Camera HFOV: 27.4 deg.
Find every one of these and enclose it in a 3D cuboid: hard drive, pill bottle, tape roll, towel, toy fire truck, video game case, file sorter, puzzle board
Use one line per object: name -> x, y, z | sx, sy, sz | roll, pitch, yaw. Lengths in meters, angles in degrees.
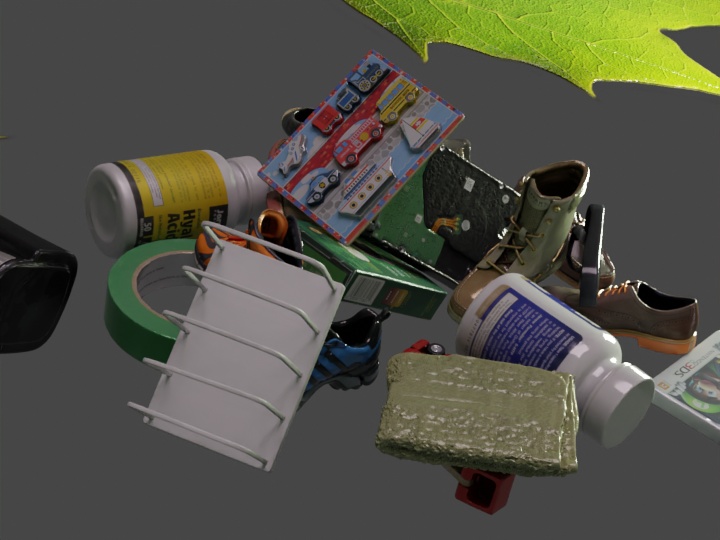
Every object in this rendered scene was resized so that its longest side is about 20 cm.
hard drive -> 0.092, -0.066, 1.727 | 0.200, 0.140, 0.038 | 28, -11, -36
pill bottle -> -0.211, -0.082, 1.730 | 0.200, 0.111, 0.111 | -12, 41, -33
tape roll -> -0.179, 0.038, 1.619 | 0.200, 0.048, 0.201 | 10, 33, -7
towel -> 0.119, 0.145, 1.479 | 0.200, 0.037, 0.148 | 7, 38, 4
toy fire truck -> 0.096, 0.157, 1.537 | 0.200, 0.049, 0.141 | 31, 38, 26
video game case -> 0.451, 0.154, 1.694 | 0.200, 0.023, 0.182 | 33, 38, 27
pill bottle -> 0.212, 0.101, 1.600 | 0.120, 0.120, 0.200 | -21, 46, -42
file sorter -> -0.122, 0.072, 1.421 | 0.139, 0.200, 0.125 | 20, -9, 11
puzzle board -> -0.002, -0.142, 1.667 | 0.151, 0.017, 0.200 | 39, 83, 28

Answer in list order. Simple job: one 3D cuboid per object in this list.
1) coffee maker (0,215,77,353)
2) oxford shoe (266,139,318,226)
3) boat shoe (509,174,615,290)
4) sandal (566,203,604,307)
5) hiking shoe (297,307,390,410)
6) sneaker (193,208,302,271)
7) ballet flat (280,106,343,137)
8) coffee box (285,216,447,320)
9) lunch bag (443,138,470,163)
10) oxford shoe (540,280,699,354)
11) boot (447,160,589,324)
coffee maker -> -0.397, -0.015, 1.540 | 0.200, 0.135, 0.192 | 29, 35, 22
oxford shoe -> -0.067, -0.099, 1.754 | 0.075, 0.071, 0.200 | -16, 35, 8
boat shoe -> 0.255, -0.048, 1.887 | 0.070, 0.070, 0.200 | -9, 40, -37
sandal -> 0.265, -0.025, 1.752 | 0.043, 0.076, 0.200 | 4, 24, 10
hiking shoe -> -0.060, 0.091, 1.545 | 0.200, 0.087, 0.074 | -19, 45, -40
sneaker -> -0.111, -0.024, 1.581 | 0.077, 0.112, 0.200 | -9, 32, -34
ballet flat -> -0.043, -0.186, 1.799 | 0.066, 0.057, 0.200 | -22, 18, -22
coffee box -> 0.000, 0.000, 1.672 | 0.123, 0.044, 0.200 | 37, 13, 31
lunch bag -> 0.022, -0.108, 1.830 | 0.164, 0.118, 0.200 | -7, 7, -27
oxford shoe -> 0.305, 0.039, 1.761 | 0.200, 0.073, 0.071 | 12, 33, 13
boot -> 0.181, -0.032, 1.684 | 0.072, 0.155, 0.200 | 38, 53, 22
